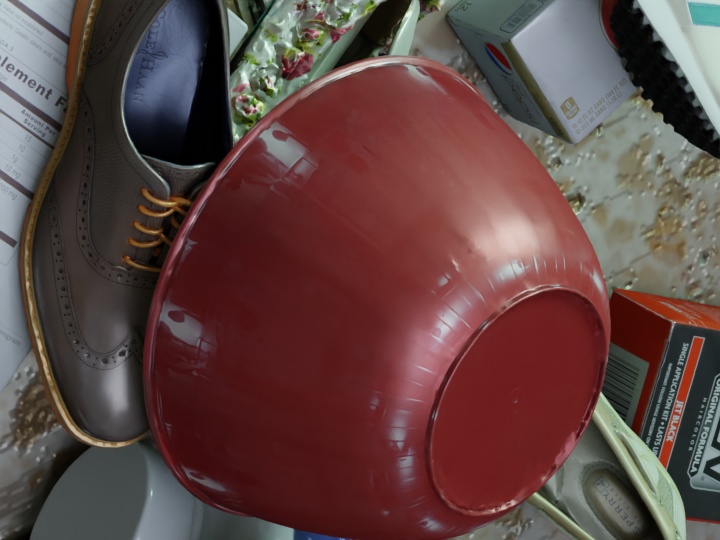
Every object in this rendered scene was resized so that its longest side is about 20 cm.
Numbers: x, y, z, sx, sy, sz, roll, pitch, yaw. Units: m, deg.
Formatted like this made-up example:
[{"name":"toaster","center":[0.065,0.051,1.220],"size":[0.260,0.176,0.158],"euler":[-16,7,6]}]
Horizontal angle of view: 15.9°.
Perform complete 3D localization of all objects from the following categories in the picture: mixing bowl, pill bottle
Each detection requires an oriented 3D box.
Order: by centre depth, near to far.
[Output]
[{"name":"mixing bowl","center":[0.024,0.030,1.004],"size":[0.199,0.108,0.201],"euler":[-25,130,-34]},{"name":"pill bottle","center":[-0.049,0.157,1.182],"size":[0.200,0.120,0.120],"euler":[32,89,-32]}]

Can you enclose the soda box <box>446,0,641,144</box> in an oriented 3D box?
[{"name":"soda box","center":[0.141,-0.152,1.218],"size":[0.200,0.064,0.068],"euler":[-42,120,-10]}]

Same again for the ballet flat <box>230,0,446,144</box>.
[{"name":"ballet flat","center":[-0.030,-0.064,1.070],"size":[0.201,0.064,0.076],"euler":[-57,165,-2]}]

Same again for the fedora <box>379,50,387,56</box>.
[{"name":"fedora","center":[0.000,0.000,1.140],"size":[0.199,0.092,0.202],"euler":[0,90,-9]}]

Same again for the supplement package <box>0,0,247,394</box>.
[{"name":"supplement package","center":[-0.159,-0.057,1.059],"size":[0.109,0.114,0.201],"euler":[36,87,-30]}]

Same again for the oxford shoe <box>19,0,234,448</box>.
[{"name":"oxford shoe","center":[-0.087,-0.024,0.995],"size":[0.071,0.073,0.201],"euler":[0,102,-22]}]

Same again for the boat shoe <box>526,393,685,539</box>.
[{"name":"boat shoe","center":[0.080,0.070,1.222],"size":[0.073,0.063,0.201],"euler":[-40,98,7]}]

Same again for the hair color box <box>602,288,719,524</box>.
[{"name":"hair color box","center":[0.210,0.078,1.328],"size":[0.199,0.061,0.102],"euler":[9,102,-30]}]

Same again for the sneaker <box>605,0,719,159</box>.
[{"name":"sneaker","center":[0.150,-0.139,1.148],"size":[0.093,0.070,0.200],"euler":[-37,116,-6]}]
